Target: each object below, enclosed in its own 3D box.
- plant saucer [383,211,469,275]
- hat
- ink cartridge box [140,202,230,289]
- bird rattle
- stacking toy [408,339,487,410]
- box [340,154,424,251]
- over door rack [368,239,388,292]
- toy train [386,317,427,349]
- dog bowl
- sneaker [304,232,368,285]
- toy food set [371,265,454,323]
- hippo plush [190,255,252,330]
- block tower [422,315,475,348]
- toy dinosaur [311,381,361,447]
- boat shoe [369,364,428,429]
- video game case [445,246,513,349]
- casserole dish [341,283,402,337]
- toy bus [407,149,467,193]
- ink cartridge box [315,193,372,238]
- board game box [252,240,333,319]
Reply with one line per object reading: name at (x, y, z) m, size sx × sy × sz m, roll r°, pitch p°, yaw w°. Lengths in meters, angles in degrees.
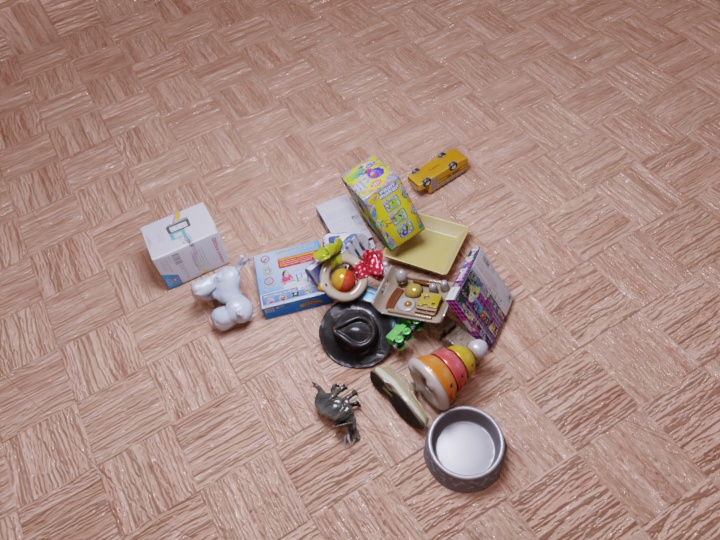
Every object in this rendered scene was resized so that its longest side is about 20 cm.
plant saucer at (0.192, -0.072, 1.822) m, size 0.200 × 0.049 × 0.200 m, roll 18°, pitch 54°, yaw 19°
hat at (-0.018, 0.162, 1.618) m, size 0.200 × 0.081 × 0.201 m, roll -1°, pitch 84°, yaw 10°
ink cartridge box at (-0.517, -0.075, 1.856) m, size 0.200 × 0.147 × 0.146 m, roll -25°, pitch 54°, yaw -12°
bird rattle at (-0.034, 0.005, 1.660) m, size 0.200 × 0.113 × 0.163 m, roll 22°, pitch 82°, yaw -18°
stacking toy at (0.229, 0.228, 1.516) m, size 0.200 × 0.146 × 0.146 m, roll -33°, pitch 56°, yaw -15°
box at (0.061, -0.196, 1.798) m, size 0.122 × 0.193 × 0.200 m, roll -33°, pitch 34°, yaw -2°
over door rack at (0.000, 0.000, 1.785) m, size 0.147 × 0.067 × 0.200 m, roll -19°, pitch 54°, yaw -8°
toy train at (0.142, 0.126, 1.625) m, size 0.056 × 0.042 × 0.200 m, roll 27°, pitch 60°, yaw 37°
dog bowl at (0.244, 0.408, 1.455) m, size 0.200 × 0.059 × 0.200 m, roll -4°, pitch 53°, yaw 5°
sneaker at (-0.081, -0.043, 1.768) m, size 0.199 × 0.081 × 0.115 m, roll -39°, pitch 34°, yaw -21°
toy food set at (0.146, 0.054, 1.618) m, size 0.200 × 0.060 × 0.144 m, roll 9°, pitch 48°, yaw 25°
hippo plush at (-0.360, 0.078, 1.752) m, size 0.200 × 0.159 × 0.161 m, roll -28°, pitch 85°, yaw 4°
block tower at (0.233, 0.166, 1.640) m, size 0.058 × 0.054 × 0.200 m, roll -37°, pitch 58°, yaw -18°
toy dinosaur at (-0.064, 0.330, 1.541) m, size 0.200 × 0.077 × 0.102 m, roll 36°, pitch 58°, yaw 25°
boat shoe at (0.111, 0.303, 1.549) m, size 0.076 × 0.072 × 0.200 m, roll -23°, pitch 54°, yaw -30°
video game case at (0.313, 0.072, 1.620) m, size 0.036 × 0.200 × 0.181 m, roll -5°, pitch 45°, yaw 45°
casserole dish at (0.033, 0.110, 1.680) m, size 0.200 × 0.039 × 0.121 m, roll 23°, pitch 83°, yaw 13°
toy bus at (0.245, -0.310, 1.978) m, size 0.200 × 0.078 × 0.065 m, roll -33°, pitch 57°, yaw -17°
ink cartridge box at (-0.049, -0.138, 1.906) m, size 0.109 × 0.050 × 0.200 m, roll -23°, pitch 55°, yaw -11°
board game box at (-0.196, 0.024, 1.798) m, size 0.200 × 0.056 × 0.196 m, roll -14°, pitch 53°, yaw -3°
